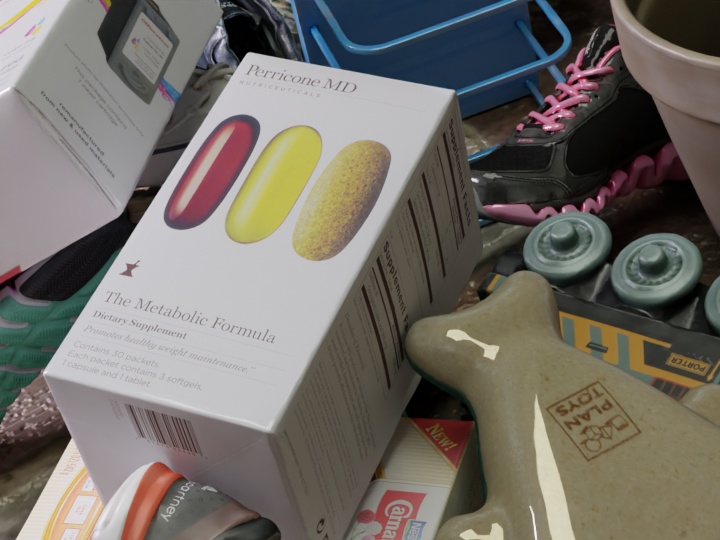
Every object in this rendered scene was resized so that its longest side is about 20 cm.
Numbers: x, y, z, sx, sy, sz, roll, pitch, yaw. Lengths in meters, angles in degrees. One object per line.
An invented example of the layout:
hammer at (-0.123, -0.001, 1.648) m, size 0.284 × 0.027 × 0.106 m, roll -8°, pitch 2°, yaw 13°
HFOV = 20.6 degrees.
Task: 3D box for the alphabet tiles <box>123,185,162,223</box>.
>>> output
alphabet tiles at (-0.184, -0.026, 1.130) m, size 0.199 × 0.015 × 0.196 m, roll -12°, pitch 7°, yaw 5°

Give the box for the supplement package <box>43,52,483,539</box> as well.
supplement package at (-0.035, 0.015, 0.885) m, size 0.113 × 0.110 × 0.200 m, roll 12°, pitch 53°, yaw 22°

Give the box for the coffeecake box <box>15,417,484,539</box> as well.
coffeecake box at (-0.054, 0.140, 0.912) m, size 0.199 × 0.073 × 0.154 m, roll 2°, pitch 40°, yaw 20°

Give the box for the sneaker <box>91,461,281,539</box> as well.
sneaker at (-0.081, 0.183, 0.799) m, size 0.082 × 0.201 × 0.077 m, roll 14°, pitch 4°, yaw 14°

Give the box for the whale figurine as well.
whale figurine at (0.097, 0.098, 0.860) m, size 0.159 × 0.104 × 0.200 m, roll -27°, pitch 63°, yaw -21°

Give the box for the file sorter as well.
file sorter at (0.044, -0.133, 1.120) m, size 0.138 × 0.200 × 0.123 m, roll -20°, pitch 42°, yaw -7°

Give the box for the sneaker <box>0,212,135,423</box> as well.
sneaker at (-0.201, 0.023, 1.023) m, size 0.200 × 0.074 × 0.088 m, roll -46°, pitch 63°, yaw 17°

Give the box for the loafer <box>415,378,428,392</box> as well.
loafer at (0.000, 0.000, 1.078) m, size 0.069 × 0.075 × 0.200 m, roll -15°, pitch 46°, yaw -10°

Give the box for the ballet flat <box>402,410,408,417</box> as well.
ballet flat at (-0.050, 0.035, 0.988) m, size 0.070 × 0.067 × 0.200 m, roll -11°, pitch 57°, yaw -41°

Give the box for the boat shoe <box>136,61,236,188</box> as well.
boat shoe at (-0.088, -0.084, 1.088) m, size 0.072 × 0.066 × 0.200 m, roll -11°, pitch 4°, yaw -35°

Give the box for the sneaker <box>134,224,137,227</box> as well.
sneaker at (-0.107, 0.010, 1.090) m, size 0.078 × 0.080 × 0.200 m, roll -16°, pitch 36°, yaw -1°

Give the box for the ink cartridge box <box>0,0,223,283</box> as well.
ink cartridge box at (-0.170, -0.081, 1.010) m, size 0.147 × 0.086 × 0.200 m, roll -29°, pitch 25°, yaw 27°

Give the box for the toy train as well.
toy train at (0.135, 0.044, 0.967) m, size 0.200 × 0.085 × 0.114 m, roll 17°, pitch 58°, yaw 35°

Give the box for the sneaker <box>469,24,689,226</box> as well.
sneaker at (0.122, -0.083, 1.074) m, size 0.200 × 0.096 × 0.079 m, roll -22°, pitch 23°, yaw -38°

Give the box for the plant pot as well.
plant pot at (0.238, -0.090, 1.019) m, size 0.199 × 0.174 × 0.200 m, roll -10°, pitch 38°, yaw 8°

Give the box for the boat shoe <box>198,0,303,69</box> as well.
boat shoe at (-0.102, -0.161, 1.207) m, size 0.071 × 0.091 × 0.201 m, roll -28°, pitch 79°, yaw -36°

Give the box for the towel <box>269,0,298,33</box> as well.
towel at (0.050, -0.201, 1.267) m, size 0.199 × 0.048 × 0.171 m, roll -25°, pitch 13°, yaw -14°
